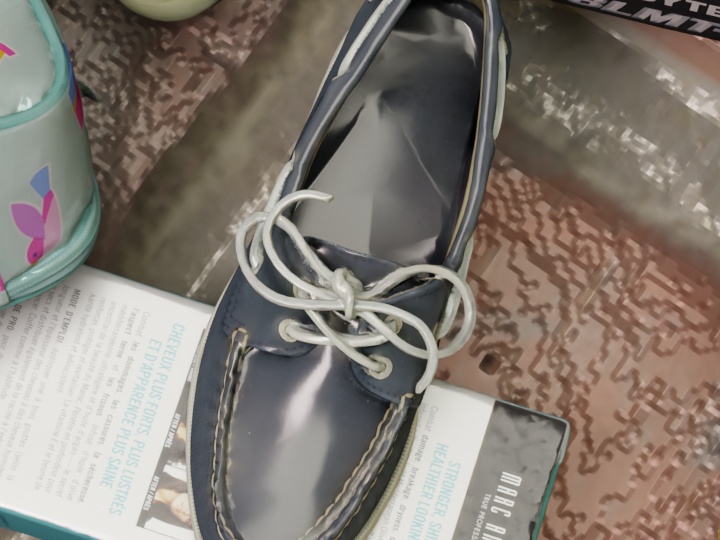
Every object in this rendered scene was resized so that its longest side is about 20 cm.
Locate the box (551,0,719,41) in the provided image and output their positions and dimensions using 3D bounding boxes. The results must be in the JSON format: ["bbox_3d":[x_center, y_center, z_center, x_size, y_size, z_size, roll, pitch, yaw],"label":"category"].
[{"bbox_3d":[0.165,-0.161,0.892,0.198,0.050,0.201,14,76,4],"label":"box"}]

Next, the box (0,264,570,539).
[{"bbox_3d":[-0.042,0.058,0.890,0.199,0.049,0.083,18,77,2],"label":"box"}]

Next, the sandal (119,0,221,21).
[{"bbox_3d":[-0.111,-0.160,0.886,0.201,0.057,0.080,46,122,13],"label":"sandal"}]

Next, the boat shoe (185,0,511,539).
[{"bbox_3d":[0.000,0.000,0.849,0.075,0.062,0.201,23,74,0],"label":"boat shoe"}]

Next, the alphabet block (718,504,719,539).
[{"bbox_3d":[0.215,0.087,0.823,0.199,0.195,0.197,5,76,-2],"label":"alphabet block"}]

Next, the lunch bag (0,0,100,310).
[{"bbox_3d":[-0.179,-0.039,0.865,0.199,0.077,0.161,-20,39,-9],"label":"lunch bag"}]
